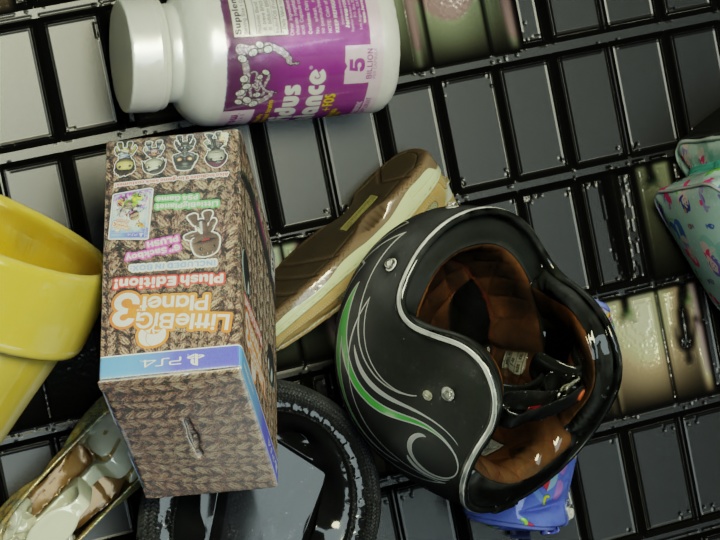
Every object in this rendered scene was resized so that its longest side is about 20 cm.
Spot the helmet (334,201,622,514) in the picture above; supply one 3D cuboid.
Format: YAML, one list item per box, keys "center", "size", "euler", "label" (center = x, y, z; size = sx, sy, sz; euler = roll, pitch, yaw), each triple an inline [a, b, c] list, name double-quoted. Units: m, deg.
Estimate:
- center: [0.073, 0.057, 1.716]
  size: [0.200, 0.200, 0.191]
  euler: [-34, 60, -14]
  label: "helmet"

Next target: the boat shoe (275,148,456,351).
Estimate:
- center: [0.000, 0.000, 1.790]
  size: [0.200, 0.072, 0.076]
  euler: [-43, 118, -11]
  label: "boat shoe"

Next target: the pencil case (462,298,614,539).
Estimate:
- center: [0.140, 0.109, 1.825]
  size: [0.086, 0.078, 0.201]
  euler: [14, 86, -10]
  label: "pencil case"

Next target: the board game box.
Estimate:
- center: [-0.117, 0.031, 1.649]
  size: [0.096, 0.160, 0.201]
  euler: [-6, 56, 5]
  label: "board game box"

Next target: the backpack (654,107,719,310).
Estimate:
- center: [0.337, -0.033, 1.835]
  size: [0.150, 0.177, 0.200]
  euler: [-39, 99, -12]
  label: "backpack"

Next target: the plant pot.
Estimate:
- center: [-0.297, 0.046, 1.639]
  size: [0.200, 0.201, 0.190]
  euler: [22, 100, -16]
  label: "plant pot"

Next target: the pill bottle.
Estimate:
- center: [-0.080, -0.164, 1.736]
  size: [0.199, 0.112, 0.113]
  euler: [-6, 92, -17]
  label: "pill bottle"

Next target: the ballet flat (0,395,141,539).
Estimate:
- center: [-0.199, 0.154, 1.726]
  size: [0.200, 0.071, 0.071]
  euler: [-45, 103, -12]
  label: "ballet flat"

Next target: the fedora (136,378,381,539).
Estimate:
- center: [-0.083, 0.180, 1.748]
  size: [0.199, 0.092, 0.202]
  euler: [1, 86, -19]
  label: "fedora"
